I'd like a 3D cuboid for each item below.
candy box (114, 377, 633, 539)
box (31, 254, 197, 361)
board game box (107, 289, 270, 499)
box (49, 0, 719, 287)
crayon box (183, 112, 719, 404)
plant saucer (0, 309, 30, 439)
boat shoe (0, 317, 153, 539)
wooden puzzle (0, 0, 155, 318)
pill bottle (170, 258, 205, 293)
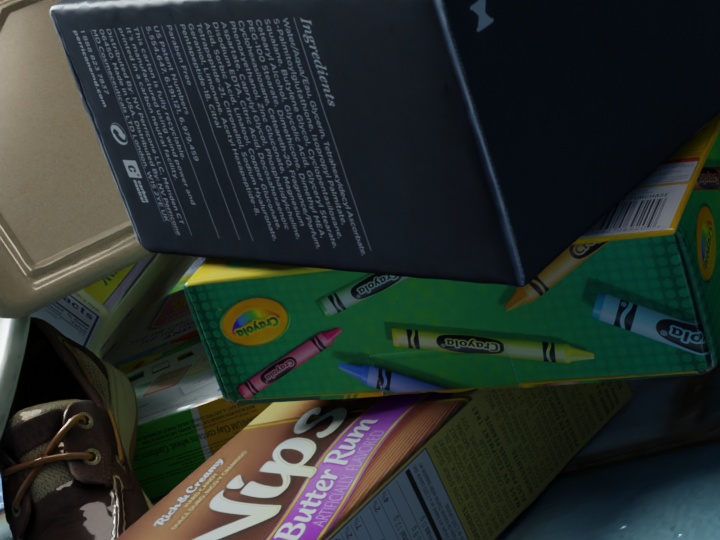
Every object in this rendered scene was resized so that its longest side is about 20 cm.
[{"bbox_3d":[0.001,0.081,0.627,0.116,0.057,0.200,-5,26,49],"label":"candy box"},{"bbox_3d":[-0.148,-0.025,0.919,0.176,0.096,0.200,-55,1,-32],"label":"box"},{"bbox_3d":[-0.075,0.051,0.873,0.152,0.041,0.200,-20,17,26],"label":"board game box"},{"bbox_3d":[0.013,-0.082,0.599,0.199,0.108,0.148,5,33,45],"label":"box"},{"bbox_3d":[0.046,-0.009,0.625,0.198,0.059,0.119,-6,27,28],"label":"crayon box"},{"bbox_3d":[-0.216,0.087,0.772,0.200,0.050,0.201,-50,27,38],"label":"plant saucer"},{"bbox_3d":[-0.134,0.090,0.720,0.072,0.072,0.201,-29,34,9],"label":"boat shoe"},{"bbox_3d":[-0.137,-0.074,0.803,0.199,0.185,0.037,-24,-30,-28],"label":"wooden puzzle"},{"bbox_3d":[-0.124,-0.086,1.089,0.110,0.201,0.111,-24,16,7],"label":"pill bottle"}]
